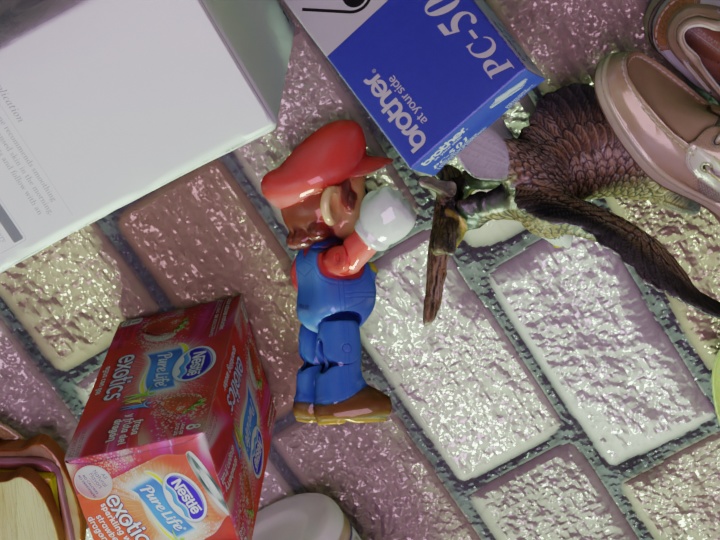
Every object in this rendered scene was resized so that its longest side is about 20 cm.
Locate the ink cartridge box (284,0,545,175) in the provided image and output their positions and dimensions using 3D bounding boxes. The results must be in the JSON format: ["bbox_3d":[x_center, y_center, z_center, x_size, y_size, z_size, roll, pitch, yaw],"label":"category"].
[{"bbox_3d":[0.015,-0.165,1.044,0.094,0.044,0.200,-41,74,15],"label":"ink cartridge box"}]

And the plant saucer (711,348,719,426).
[{"bbox_3d":[0.313,0.127,1.153,0.031,0.200,0.200,-28,112,-16],"label":"plant saucer"}]

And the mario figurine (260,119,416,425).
[{"bbox_3d":[0.000,0.000,1.135,0.123,0.106,0.201,-1,92,33],"label":"mario figurine"}]

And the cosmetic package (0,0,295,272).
[{"bbox_3d":[-0.156,-0.123,1.036,0.200,0.199,0.123,-26,111,11],"label":"cosmetic package"}]

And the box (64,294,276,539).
[{"bbox_3d":[-0.120,0.108,1.135,0.095,0.200,0.100,-12,113,8],"label":"box"}]

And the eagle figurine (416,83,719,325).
[{"bbox_3d":[0.143,-0.045,1.109,0.199,0.151,0.152,0,99,13],"label":"eagle figurine"}]

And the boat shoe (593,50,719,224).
[{"bbox_3d":[0.233,-0.073,1.074,0.200,0.072,0.065,42,137,-10],"label":"boat shoe"}]

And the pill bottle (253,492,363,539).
[{"bbox_3d":[-0.017,0.274,1.249,0.120,0.120,0.200,-28,110,13],"label":"pill bottle"}]

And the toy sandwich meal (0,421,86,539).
[{"bbox_3d":[-0.301,0.189,1.244,0.205,0.070,0.206,0,113,1],"label":"toy sandwich meal"}]

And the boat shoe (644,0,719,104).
[{"bbox_3d":[0.274,-0.114,1.103,0.200,0.068,0.075,26,109,-11],"label":"boat shoe"}]
